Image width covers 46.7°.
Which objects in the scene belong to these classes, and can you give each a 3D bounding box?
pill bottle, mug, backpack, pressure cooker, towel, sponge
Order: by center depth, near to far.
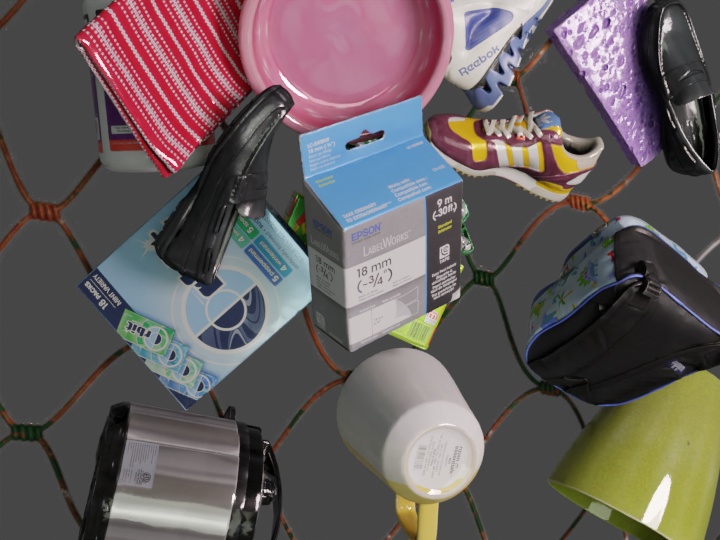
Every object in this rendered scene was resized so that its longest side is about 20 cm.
[{"bbox_3d":[-0.149,-0.199,0.746,0.200,0.022,0.145,-55,131,-34],"label":"towel"},{"bbox_3d":[-0.200,-0.197,0.793,0.112,0.112,0.202,-5,103,-13],"label":"pill bottle"},{"bbox_3d":[-0.177,0.236,0.854,0.198,0.179,0.177,12,95,-16],"label":"pressure cooker"},{"bbox_3d":[0.072,0.193,0.924,0.149,0.153,0.187,-35,108,-6],"label":"mug"},{"bbox_3d":[0.294,0.053,0.946,0.182,0.148,0.200,33,132,-16],"label":"backpack"},{"bbox_3d":[0.311,-0.231,0.963,0.111,0.030,0.200,-40,109,-3],"label":"sponge"}]

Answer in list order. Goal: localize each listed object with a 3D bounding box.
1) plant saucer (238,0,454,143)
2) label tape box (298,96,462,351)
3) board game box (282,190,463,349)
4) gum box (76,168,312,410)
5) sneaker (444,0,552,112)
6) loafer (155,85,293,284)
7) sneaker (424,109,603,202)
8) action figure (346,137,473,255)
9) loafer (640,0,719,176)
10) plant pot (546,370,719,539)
[{"bbox_3d":[-0.014,-0.221,0.781,0.199,0.051,0.202,-3,121,-5],"label":"plant saucer"},{"bbox_3d":[0.023,-0.043,0.785,0.144,0.063,0.201,-24,128,-30],"label":"label tape box"},{"bbox_3d":[0.000,0.000,0.911,0.199,0.048,0.102,23,95,-13],"label":"board game box"},{"bbox_3d":[-0.156,0.012,0.850,0.200,0.045,0.170,-40,94,5],"label":"gum box"},{"bbox_3d":[0.129,-0.281,0.878,0.114,0.081,0.201,21,97,-20],"label":"sneaker"},{"bbox_3d":[-0.114,-0.077,0.772,0.070,0.068,0.201,35,107,-3],"label":"loafer"},{"bbox_3d":[0.167,-0.144,0.904,0.199,0.075,0.090,13,138,-24],"label":"sneaker"},{"bbox_3d":[0.061,-0.090,0.917,0.118,0.055,0.200,-46,112,-5],"label":"action figure"},{"bbox_3d":[0.364,-0.203,0.930,0.068,0.070,0.202,-20,107,-10],"label":"loafer"},{"bbox_3d":[0.352,0.209,1.002,0.187,0.187,0.201,33,78,-18],"label":"plant pot"}]
